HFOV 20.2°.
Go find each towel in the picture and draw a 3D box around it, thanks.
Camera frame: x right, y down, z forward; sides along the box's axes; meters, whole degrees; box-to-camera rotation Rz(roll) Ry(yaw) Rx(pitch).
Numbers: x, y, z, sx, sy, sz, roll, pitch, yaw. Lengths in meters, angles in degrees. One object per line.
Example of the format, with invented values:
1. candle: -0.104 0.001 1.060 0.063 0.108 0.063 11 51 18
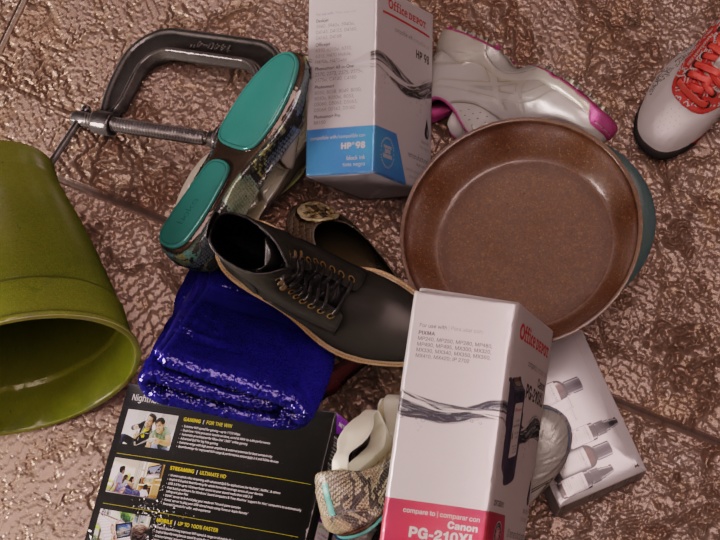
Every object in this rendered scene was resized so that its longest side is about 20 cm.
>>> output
1. towel: -0.089 0.049 1.648 0.146 0.050 0.200 11 31 5

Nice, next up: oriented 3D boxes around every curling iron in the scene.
1. curling iron: -0.035 0.092 1.701 0.199 0.050 0.026 -35 60 -5

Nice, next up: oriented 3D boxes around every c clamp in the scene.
1. c clamp: -0.163 -0.138 1.747 0.199 0.027 0.172 5 58 27

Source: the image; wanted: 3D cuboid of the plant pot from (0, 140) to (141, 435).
1. plant pot: -0.297 0.005 1.665 0.199 0.201 0.194 -15 63 -3

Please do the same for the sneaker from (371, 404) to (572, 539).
1. sneaker: 0.091 0.184 1.624 0.200 0.072 0.072 -40 76 3

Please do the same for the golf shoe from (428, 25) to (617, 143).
1. golf shoe: 0.131 -0.137 1.729 0.199 0.075 0.092 30 86 39

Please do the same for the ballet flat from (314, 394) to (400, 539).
1. ballet flat: 0.023 0.142 1.613 0.067 0.200 0.076 -13 101 32

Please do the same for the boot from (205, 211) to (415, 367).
1. boot: -0.030 0.017 1.562 0.199 0.138 0.078 22 86 6

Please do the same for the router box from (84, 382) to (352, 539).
1. router box: -0.114 0.179 1.636 0.199 0.051 0.150 7 72 25

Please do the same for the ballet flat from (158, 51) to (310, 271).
1. ballet flat: -0.093 -0.086 1.674 0.074 0.074 0.201 34 87 10

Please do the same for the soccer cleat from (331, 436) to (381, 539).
1. soccer cleat: -0.010 0.219 1.650 0.086 0.070 0.202 -8 74 -1

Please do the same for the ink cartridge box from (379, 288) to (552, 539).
1. ink cartridge box: 0.082 0.125 1.524 0.084 0.145 0.202 6 82 16

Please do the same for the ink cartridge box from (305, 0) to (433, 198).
1. ink cartridge box: 0.009 -0.170 1.709 0.066 0.116 0.202 -3 82 26

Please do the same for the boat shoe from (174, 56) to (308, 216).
1. boat shoe: -0.085 -0.093 1.742 0.072 0.060 0.202 35 77 16

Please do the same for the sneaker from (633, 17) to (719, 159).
1. sneaker: 0.313 -0.188 1.739 0.201 0.108 0.067 -43 78 -10

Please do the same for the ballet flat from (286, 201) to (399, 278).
1. ballet flat: 0.000 0.000 1.683 0.067 0.047 0.200 -14 47 -26

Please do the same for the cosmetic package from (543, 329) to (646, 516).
1. cosmetic package: 0.160 0.096 1.692 0.082 0.051 0.201 -22 74 -7

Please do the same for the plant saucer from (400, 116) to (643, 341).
1. plant saucer: 0.133 -0.027 1.652 0.199 0.037 0.202 -5 67 12

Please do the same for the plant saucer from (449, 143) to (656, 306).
1. plant saucer: 0.149 -0.046 1.709 0.198 0.027 0.201 -5 54 8
